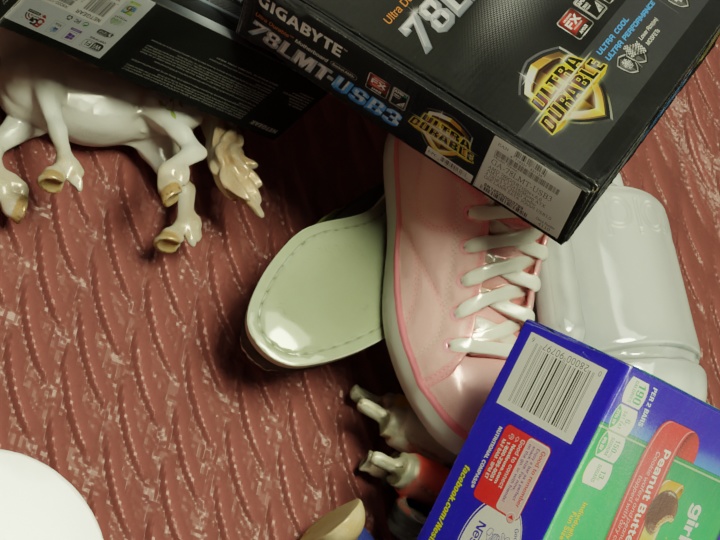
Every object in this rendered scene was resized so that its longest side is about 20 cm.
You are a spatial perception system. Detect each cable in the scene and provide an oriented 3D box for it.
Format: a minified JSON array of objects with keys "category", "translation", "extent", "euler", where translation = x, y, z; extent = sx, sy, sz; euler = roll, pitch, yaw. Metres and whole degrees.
[{"category":"cable","translation":[0.082,0.124,0.935],"extent":[0.199,0.051,0.097],"euler":[20,25,-19]}]

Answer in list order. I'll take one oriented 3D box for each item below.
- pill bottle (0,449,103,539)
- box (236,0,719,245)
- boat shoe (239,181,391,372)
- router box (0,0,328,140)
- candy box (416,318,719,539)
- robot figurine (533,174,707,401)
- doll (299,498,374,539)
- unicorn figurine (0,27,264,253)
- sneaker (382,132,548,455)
[{"category":"pill bottle","translation":[-0.175,0.140,0.677],"extent":[0.111,0.200,0.113],"euler":[14,60,-26]},{"category":"box","translation":[0.072,-0.135,0.885],"extent":[0.198,0.050,0.200],"euler":[35,51,8]},{"category":"boat shoe","translation":[0.000,0.000,0.948],"extent":[0.072,0.061,0.201],"euler":[51,51,0]},{"category":"router box","translation":[-0.115,-0.168,0.900],"extent":[0.199,0.052,0.158],"euler":[20,40,-48]},{"category":"candy box","translation":[0.126,0.137,0.862],"extent":[0.199,0.077,0.170],"euler":[25,91,-46]},{"category":"robot figurine","translation":[0.131,0.031,0.983],"extent":[0.169,0.112,0.201],"euler":[29,47,-59]},{"category":"doll","translation":[0.031,0.219,0.867],"extent":[0.200,0.048,0.136],"euler":[52,41,-8]},{"category":"unicorn figurine","translation":[-0.146,-0.089,0.901],"extent":[0.199,0.074,0.138],"euler":[25,45,-37]},{"category":"sneaker","translation":[0.066,-0.011,0.891],"extent":[0.075,0.105,0.202],"euler":[9,64,-32]}]
